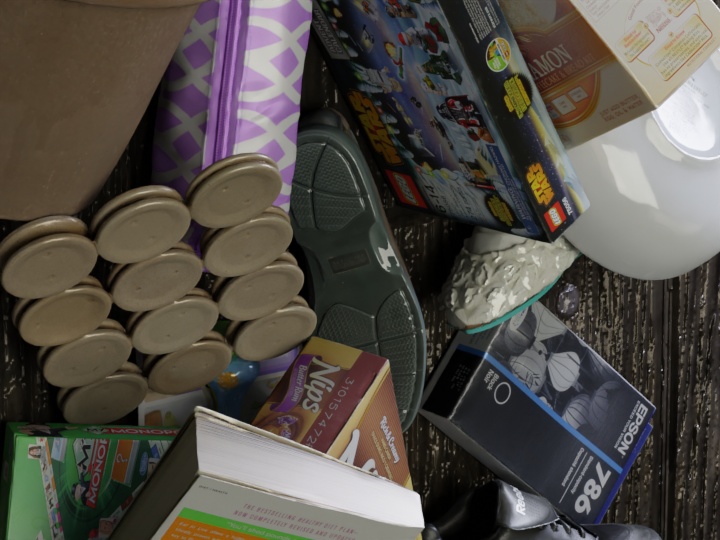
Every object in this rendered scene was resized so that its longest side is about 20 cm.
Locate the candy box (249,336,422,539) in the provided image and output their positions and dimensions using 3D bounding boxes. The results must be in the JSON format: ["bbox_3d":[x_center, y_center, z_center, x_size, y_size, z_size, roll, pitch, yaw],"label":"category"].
[{"bbox_3d":[-0.019,0.149,1.320,0.117,0.056,0.201,-54,150,-37],"label":"candy box"}]

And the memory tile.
[{"bbox_3d":[-0.103,0.013,1.214,0.152,0.017,0.200,-22,151,-6],"label":"memory tile"}]

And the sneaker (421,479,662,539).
[{"bbox_3d":[0.105,0.172,1.459,0.199,0.066,0.091,-7,113,-21],"label":"sneaker"}]

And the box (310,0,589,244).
[{"bbox_3d":[0.037,-0.112,1.318,0.040,0.137,0.201,-43,123,-23],"label":"box"}]

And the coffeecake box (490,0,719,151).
[{"bbox_3d":[0.088,-0.170,1.288,0.073,0.153,0.200,-43,97,-21],"label":"coffeecake box"}]

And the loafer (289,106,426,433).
[{"bbox_3d":[0.000,0.000,1.362,0.063,0.071,0.201,-71,151,-63],"label":"loafer"}]

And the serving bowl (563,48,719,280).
[{"bbox_3d":[0.184,-0.099,1.438,0.199,0.066,0.201,11,70,-34],"label":"serving bowl"}]

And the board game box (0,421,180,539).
[{"bbox_3d":[-0.137,0.185,1.286,0.134,0.029,0.201,4,100,-19],"label":"board game box"}]

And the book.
[{"bbox_3d":[-0.072,0.171,1.217,0.133,0.048,0.200,21,126,-23],"label":"book"}]

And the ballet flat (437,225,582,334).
[{"bbox_3d":[0.111,-0.033,1.447,0.200,0.071,0.072,-34,120,-38],"label":"ballet flat"}]

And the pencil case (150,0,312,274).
[{"bbox_3d":[-0.072,-0.098,1.264,0.085,0.083,0.201,-27,123,-77],"label":"pencil case"}]

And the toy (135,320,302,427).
[{"bbox_3d":[-0.071,0.129,1.343,0.115,0.047,0.201,-11,106,-35],"label":"toy"}]

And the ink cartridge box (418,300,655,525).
[{"bbox_3d":[0.126,0.098,1.504,0.200,0.039,0.100,39,74,-39],"label":"ink cartridge box"}]

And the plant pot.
[{"bbox_3d":[-0.163,-0.123,1.134,0.199,0.200,0.176,-2,119,-39],"label":"plant pot"}]
